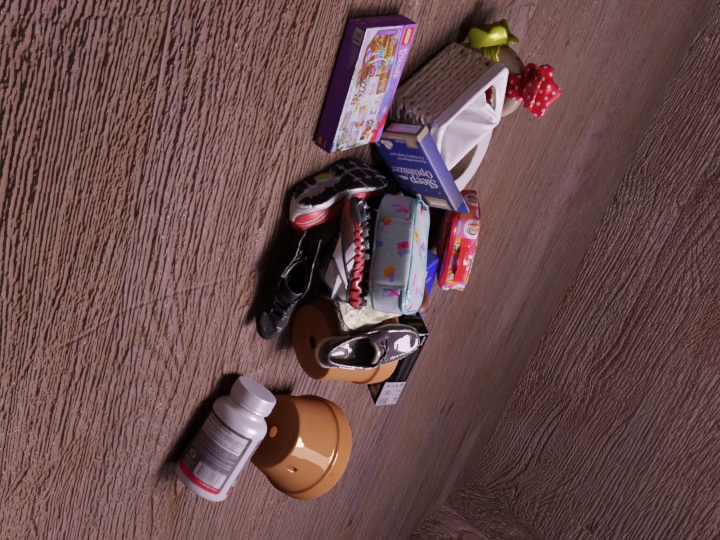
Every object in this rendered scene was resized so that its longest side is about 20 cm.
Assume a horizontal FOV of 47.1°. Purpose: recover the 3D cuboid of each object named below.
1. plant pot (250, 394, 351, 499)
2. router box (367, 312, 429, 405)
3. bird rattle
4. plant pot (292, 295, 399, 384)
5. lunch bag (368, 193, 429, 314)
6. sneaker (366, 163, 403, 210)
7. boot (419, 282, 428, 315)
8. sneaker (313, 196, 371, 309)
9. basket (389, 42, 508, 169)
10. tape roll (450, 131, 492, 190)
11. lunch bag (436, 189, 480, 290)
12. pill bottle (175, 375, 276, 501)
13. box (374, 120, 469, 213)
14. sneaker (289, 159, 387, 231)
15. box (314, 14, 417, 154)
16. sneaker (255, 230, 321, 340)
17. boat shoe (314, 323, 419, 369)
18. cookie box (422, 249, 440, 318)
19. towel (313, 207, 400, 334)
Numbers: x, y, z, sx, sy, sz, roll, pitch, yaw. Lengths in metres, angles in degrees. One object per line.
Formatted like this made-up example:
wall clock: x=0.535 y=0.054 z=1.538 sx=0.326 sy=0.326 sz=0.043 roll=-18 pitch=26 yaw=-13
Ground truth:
plant pot: x=-0.134 y=0.330 z=1.613 sx=0.202 sy=0.199 sz=0.140 roll=-54 pitch=141 yaw=-2
router box: x=0.056 y=0.140 z=1.614 sx=0.050 sy=0.151 sz=0.203 roll=1 pitch=132 yaw=-25
bird rattle: x=0.262 y=-0.353 z=1.506 sx=0.112 sy=0.201 sz=0.163 roll=-36 pitch=176 yaw=-44
plant pot: x=-0.037 y=0.123 z=1.551 sx=0.138 sy=0.200 sz=0.203 roll=-10 pitch=133 yaw=-37
lunch bag: x=0.073 y=-0.029 z=1.404 sx=0.160 sy=0.075 sz=0.206 roll=11 pitch=86 yaw=-74
sneaker: x=0.052 y=-0.163 z=1.495 sx=0.199 sy=0.075 sz=0.093 roll=-24 pitch=130 yaw=-56
boot: x=0.106 y=-0.036 z=1.636 sx=0.202 sy=0.067 sz=0.192 roll=94 pitch=-5 yaw=-53
sneaker: x=-0.030 y=-0.028 z=1.351 sx=0.071 sy=0.095 sz=0.204 roll=-79 pitch=173 yaw=-56
basket: x=0.150 y=-0.283 z=1.444 sx=0.200 sy=0.122 sz=0.137 roll=-43 pitch=154 yaw=-25
tape roll: x=0.176 y=-0.236 z=1.624 sx=0.202 sy=0.070 sz=0.205 roll=-44 pitch=154 yaw=-27
lunch bag: x=0.216 y=-0.059 z=1.820 sx=0.178 sy=0.080 sz=0.203 roll=-86 pitch=-177 yaw=-50
pill bottle: x=-0.234 y=0.295 z=1.466 sx=0.202 sy=0.110 sz=0.110 roll=-57 pitch=157 yaw=5
box: x=0.102 y=-0.166 z=1.406 sx=0.033 sy=0.120 sz=0.201 roll=-51 pitch=130 yaw=-20
sneaker: x=-0.041 y=-0.121 z=1.364 sx=0.197 sy=0.077 sz=0.086 roll=-22 pitch=147 yaw=-36
box: x=0.007 y=-0.286 z=1.266 sx=0.136 sy=0.039 sz=0.203 roll=-24 pitch=141 yaw=-50
sneaker: x=-0.121 y=0.029 z=1.358 sx=0.203 sy=0.059 sz=0.104 roll=-64 pitch=-170 yaw=5
boat shoe: x=0.020 y=0.140 z=1.447 sx=0.195 sy=0.065 sz=0.074 roll=-5 pitch=100 yaw=-19
cookie box: x=0.085 y=0.065 z=1.831 sx=0.170 sy=0.075 sz=0.203 roll=-34 pitch=149 yaw=-41
towel: x=0.000 y=0.000 z=1.459 sx=0.146 sy=0.036 sz=0.205 roll=-19 pitch=97 yaw=-33
